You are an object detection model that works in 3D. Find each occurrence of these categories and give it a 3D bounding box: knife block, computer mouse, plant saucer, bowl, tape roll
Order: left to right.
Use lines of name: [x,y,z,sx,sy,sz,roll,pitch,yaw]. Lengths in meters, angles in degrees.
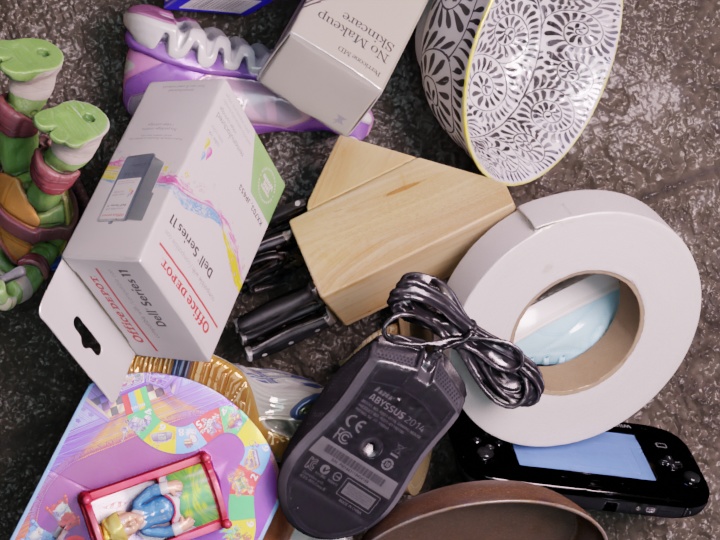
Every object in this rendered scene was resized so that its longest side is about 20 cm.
knife block: [0.000,0.000,1.127,0.199,0.064,0.176,18,76,22]
computer mouse: [0.020,0.102,1.084,0.138,0.053,0.200,39,99,-20]
plant saucer: [0.082,0.208,1.146,0.199,0.201,0.035,1,51,-11]
bowl: [0.104,-0.173,1.157,0.094,0.201,0.201,25,84,34]
tape roll: [0.151,0.037,1.127,0.202,0.037,0.204,-9,122,-15]

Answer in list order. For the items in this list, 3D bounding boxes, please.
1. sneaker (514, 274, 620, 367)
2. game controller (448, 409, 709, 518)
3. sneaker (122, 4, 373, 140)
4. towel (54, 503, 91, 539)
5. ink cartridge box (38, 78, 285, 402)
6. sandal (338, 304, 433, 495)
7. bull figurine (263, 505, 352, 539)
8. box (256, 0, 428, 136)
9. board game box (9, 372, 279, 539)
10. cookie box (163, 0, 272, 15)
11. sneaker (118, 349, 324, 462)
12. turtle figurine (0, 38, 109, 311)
sneaker: [0.155,0.055,1.192,0.199,0.074,0.082,-24,92,-13]
game controller: [0.165,0.144,1.186,0.199,0.105,0.042,8,125,-12]
sneaker: [-0.090,-0.125,1.148,0.199,0.081,0.089,17,102,-15]
towel: [-0.176,0.277,1.113,0.200,0.048,0.171,41,108,-10]
ink cartridge box: [-0.130,-0.019,1.055,0.067,0.117,0.201,3,54,27]
sandal: [0.019,0.062,1.184,0.069,0.078,0.213,2,82,19]
bull figurine: [-0.105,0.184,1.148,0.199,0.065,0.122,26,92,-6]
box: [0.005,-0.201,1.123,0.082,0.068,0.200,30,55,-10]
board game box: [-0.142,0.171,1.051,0.158,0.039,0.201,28,81,-10]
cookie box: [-0.080,-0.299,1.086,0.075,0.171,0.201,0,84,-29]
sneaker: [-0.090,0.102,1.138,0.199,0.088,0.076,20,91,-17]
turtle figurine: [-0.260,-0.052,1.050,0.199,0.144,0.194,15,131,-19]
